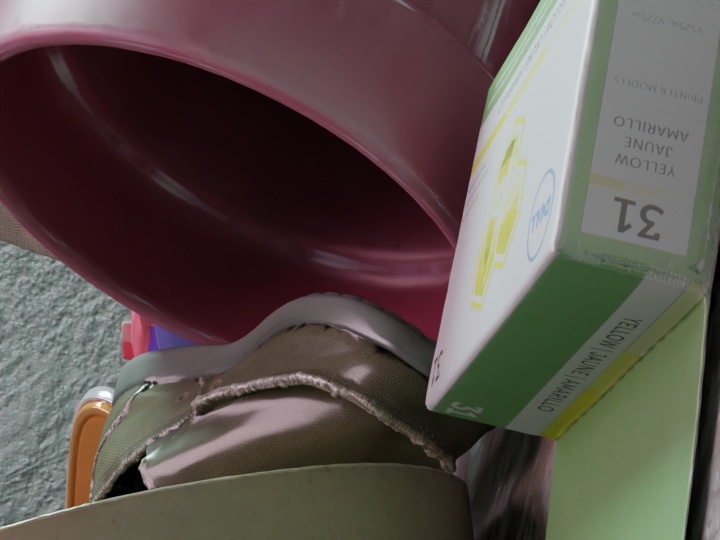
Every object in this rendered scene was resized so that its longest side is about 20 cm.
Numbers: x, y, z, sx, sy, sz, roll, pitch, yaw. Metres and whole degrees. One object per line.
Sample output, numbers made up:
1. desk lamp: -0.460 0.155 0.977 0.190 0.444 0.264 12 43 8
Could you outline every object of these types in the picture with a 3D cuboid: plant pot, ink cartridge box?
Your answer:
1. plant pot: -0.011 -0.085 0.865 0.180 0.199 0.200 -63 -1 -27
2. ink cartridge box: 0.052 0.022 0.651 0.146 0.048 0.202 120 163 -70

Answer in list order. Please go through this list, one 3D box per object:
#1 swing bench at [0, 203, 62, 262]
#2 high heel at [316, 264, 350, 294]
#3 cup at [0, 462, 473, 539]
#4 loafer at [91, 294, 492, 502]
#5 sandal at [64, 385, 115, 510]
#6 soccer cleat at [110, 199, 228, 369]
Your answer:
1. swing bench: -0.092 -0.095 1.128 0.200 0.198 0.131 -52 -25 -53
2. high heel: 0.000 0.000 1.028 0.200 0.067 0.096 -79 13 -63
3. cup: -0.047 0.157 0.777 0.200 0.199 0.144 117 142 -68
4. loafer: -0.028 0.062 0.849 0.200 0.075 0.070 -19 40 56
5. sandal: -0.113 0.135 1.050 0.059 0.079 0.208 -34 -39 -34
6. soccer cleat: -0.061 0.025 1.022 0.201 0.076 0.067 91 177 -54
